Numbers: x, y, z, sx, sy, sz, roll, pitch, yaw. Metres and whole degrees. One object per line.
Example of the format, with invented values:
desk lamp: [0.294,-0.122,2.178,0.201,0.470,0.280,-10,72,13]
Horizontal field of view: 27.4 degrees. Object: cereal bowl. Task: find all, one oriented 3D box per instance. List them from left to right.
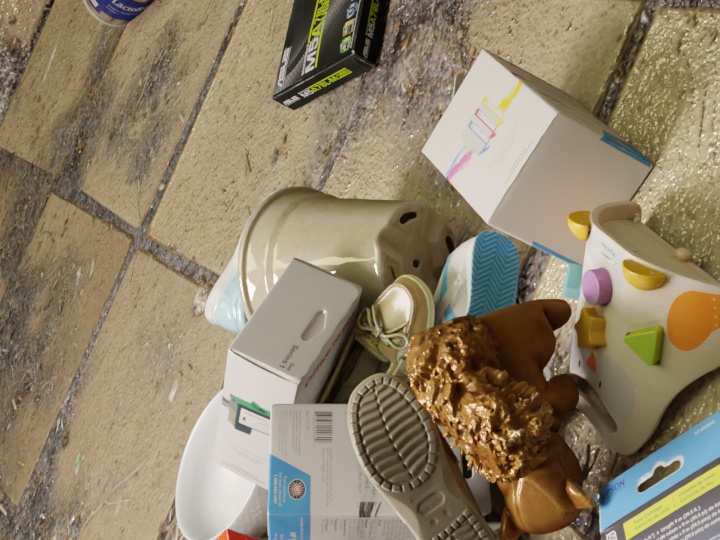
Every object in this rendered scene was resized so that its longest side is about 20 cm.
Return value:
cereal bowl: [-0.132,0.234,1.734,0.200,0.083,0.201,-35,43,41]

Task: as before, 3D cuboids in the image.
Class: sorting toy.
sorting toy: [0.231,0.057,1.297,0.200,0.106,0.181,-131,49,-57]

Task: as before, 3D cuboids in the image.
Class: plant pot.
plant pot: [0.000,0.000,1.605,0.183,0.200,0.202,-5,65,44]

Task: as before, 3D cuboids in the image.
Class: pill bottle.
pill bottle: [-0.407,-0.529,2.651,0.200,0.115,0.116,-27,48,48]

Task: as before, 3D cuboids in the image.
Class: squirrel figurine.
squirrel figurine: [0.119,0.131,1.236,0.141,0.200,0.188,-23,77,22]

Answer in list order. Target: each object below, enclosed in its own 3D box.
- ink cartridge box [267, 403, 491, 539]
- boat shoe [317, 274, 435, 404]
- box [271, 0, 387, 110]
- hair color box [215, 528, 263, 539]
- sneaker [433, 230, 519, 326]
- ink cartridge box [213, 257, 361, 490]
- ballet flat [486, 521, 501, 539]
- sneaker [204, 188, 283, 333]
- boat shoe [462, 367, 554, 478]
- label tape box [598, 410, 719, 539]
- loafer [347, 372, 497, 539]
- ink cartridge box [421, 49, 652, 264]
ink cartridge box: [0.016,0.188,1.357,0.068,0.199,0.117,93,177,-55]
boat shoe: [0.008,0.095,1.484,0.073,0.063,0.201,42,114,29]
box: [-0.035,-0.338,2.005,0.193,0.047,0.201,-17,56,50]
hair color box: [-0.162,0.380,1.664,0.200,0.101,0.061,-48,36,28]
sneaker: [0.107,0.063,1.494,0.081,0.076,0.201,-29,42,62]
ink cartridge box: [-0.076,0.107,1.516,0.146,0.084,0.201,-56,-14,-40]
ballet flat: [0.119,0.265,1.336,0.067,0.068,0.200,-35,18,-4]
sneaker: [-0.119,-0.006,1.910,0.082,0.074,0.201,25,86,30]
boat shoe: [0.127,0.163,1.402,0.200,0.062,0.073,-45,20,30]
label tape box: [0.263,0.231,1.135,0.143,0.066,0.201,-41,36,36]
loafer: [0.052,0.183,1.273,0.075,0.068,0.201,-28,76,0]
ink cartridge box: [0.165,-0.117,1.461,0.126,0.128,0.200,-58,31,14]
